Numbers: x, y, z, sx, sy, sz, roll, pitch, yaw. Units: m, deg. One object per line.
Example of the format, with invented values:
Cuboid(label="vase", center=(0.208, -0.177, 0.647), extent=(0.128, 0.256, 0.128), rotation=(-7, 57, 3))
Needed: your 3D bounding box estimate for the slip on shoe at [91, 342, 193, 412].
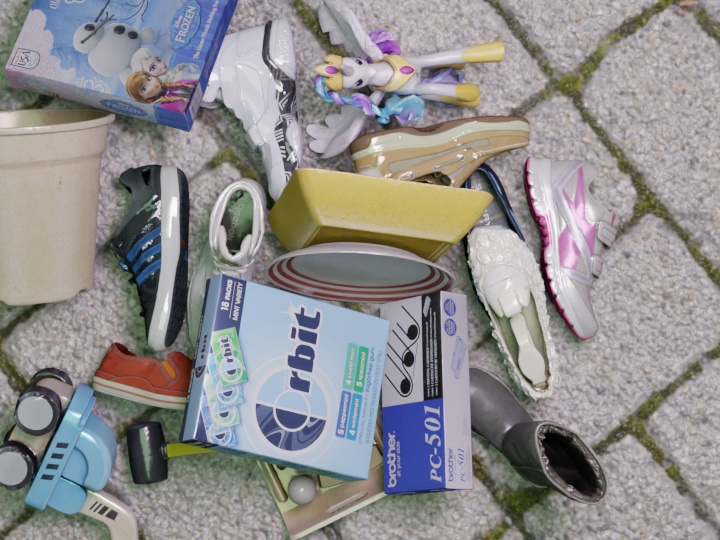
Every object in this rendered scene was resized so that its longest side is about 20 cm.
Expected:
Cuboid(label="slip on shoe", center=(-0.190, 0.117, 1.717), extent=(0.198, 0.074, 0.062), rotation=(11, 83, 24))

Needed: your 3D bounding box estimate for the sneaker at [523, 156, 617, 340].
Cuboid(label="sneaker", center=(0.232, -0.029, 1.729), extent=(0.087, 0.081, 0.202), rotation=(-11, 91, 2))

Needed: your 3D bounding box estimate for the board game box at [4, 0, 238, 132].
Cuboid(label="board game box", center=(-0.241, -0.260, 1.702), extent=(0.197, 0.043, 0.202), rotation=(13, 67, 8))

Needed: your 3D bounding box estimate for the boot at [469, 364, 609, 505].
Cuboid(label="boot", center=(0.163, 0.166, 1.669), extent=(0.181, 0.200, 0.073), rotation=(40, 90, 0))

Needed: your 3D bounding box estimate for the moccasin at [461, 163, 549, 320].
Cuboid(label="moccasin", center=(0.140, -0.017, 1.735), extent=(0.080, 0.068, 0.202), rotation=(-23, 90, 0))

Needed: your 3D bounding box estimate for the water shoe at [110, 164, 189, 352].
Cuboid(label="water shoe", center=(-0.225, -0.012, 1.736), extent=(0.078, 0.072, 0.202), rotation=(1, 75, 7))

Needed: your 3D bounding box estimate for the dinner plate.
Cuboid(label="dinner plate", center=(0.000, 0.000, 1.675), extent=(0.198, 0.200, 0.025), rotation=(5, 76, 0))

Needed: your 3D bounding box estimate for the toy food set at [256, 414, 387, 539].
Cuboid(label="toy food set", center=(-0.054, 0.166, 1.740), extent=(0.142, 0.060, 0.201), rotation=(-26, 90, 1))

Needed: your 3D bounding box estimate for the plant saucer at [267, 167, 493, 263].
Cuboid(label="plant saucer", center=(0.014, -0.043, 1.653), extent=(0.198, 0.200, 0.049), rotation=(7, 75, -11))

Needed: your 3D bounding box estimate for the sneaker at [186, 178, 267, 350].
Cuboid(label="sneaker", center=(-0.144, 0.001, 1.714), extent=(0.073, 0.116, 0.202), rotation=(10, 92, -1))

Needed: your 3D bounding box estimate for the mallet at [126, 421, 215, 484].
Cuboid(label="mallet", center=(-0.158, 0.174, 1.726), extent=(0.198, 0.041, 0.067), rotation=(-16, 88, 18))

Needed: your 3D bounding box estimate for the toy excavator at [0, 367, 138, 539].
Cuboid(label="toy excavator", center=(-0.291, 0.228, 1.726), extent=(0.199, 0.100, 0.196), rotation=(25, 99, -5))

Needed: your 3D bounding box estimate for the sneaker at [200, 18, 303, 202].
Cuboid(label="sneaker", center=(-0.120, -0.164, 1.736), extent=(0.114, 0.075, 0.202), rotation=(-4, 85, 1))

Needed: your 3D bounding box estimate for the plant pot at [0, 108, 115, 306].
Cuboid(label="plant pot", center=(-0.348, -0.065, 1.689), extent=(0.198, 0.201, 0.186), rotation=(-2, 101, 0))

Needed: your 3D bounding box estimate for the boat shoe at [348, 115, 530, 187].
Cuboid(label="boat shoe", center=(0.086, -0.110, 1.677), extent=(0.198, 0.072, 0.077), rotation=(-11, 83, -16))

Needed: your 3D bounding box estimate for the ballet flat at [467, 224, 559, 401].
Cuboid(label="ballet flat", center=(0.164, 0.047, 1.687), extent=(0.071, 0.072, 0.201), rotation=(-23, 113, 0))

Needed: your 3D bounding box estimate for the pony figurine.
Cuboid(label="pony figurine", center=(0.025, -0.202, 1.693), extent=(0.198, 0.193, 0.169), rotation=(-3, 93, -19))

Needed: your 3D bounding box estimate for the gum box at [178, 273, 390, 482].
Cuboid(label="gum box", center=(-0.074, 0.111, 1.668), extent=(0.198, 0.044, 0.172), rotation=(17, 73, -25))

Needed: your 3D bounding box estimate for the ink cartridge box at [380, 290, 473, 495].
Cuboid(label="ink cartridge box", center=(0.068, 0.129, 1.703), extent=(0.044, 0.094, 0.202), rotation=(9, 74, -42))
